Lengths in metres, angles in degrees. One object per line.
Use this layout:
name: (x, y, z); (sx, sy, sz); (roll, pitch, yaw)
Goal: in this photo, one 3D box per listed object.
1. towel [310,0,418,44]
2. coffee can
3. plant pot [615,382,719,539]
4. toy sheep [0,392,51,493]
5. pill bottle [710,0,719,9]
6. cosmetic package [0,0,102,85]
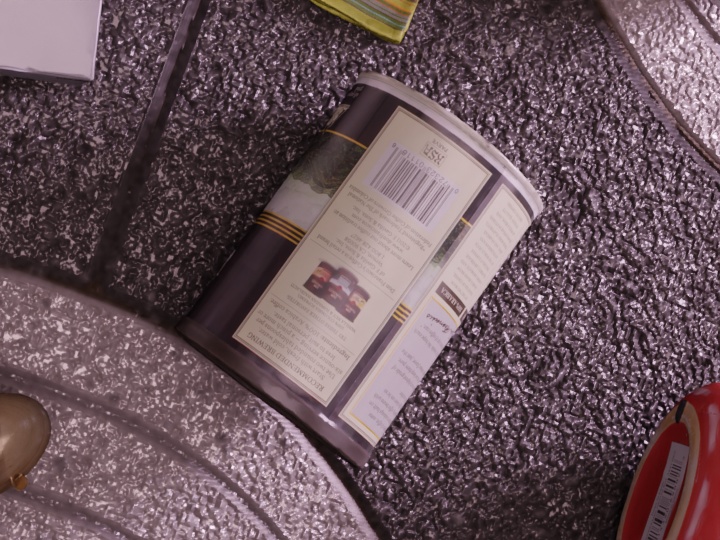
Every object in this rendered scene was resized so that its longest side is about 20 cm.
towel: (0.029, -0.257, 1.247); (0.085, 0.018, 0.202); (25, 86, -15)
coffee can: (0.000, 0.000, 1.186); (0.146, 0.146, 0.201); (38, 83, -13)
plant pot: (0.271, 0.179, 1.242); (0.181, 0.200, 0.202); (20, 88, -4)
toy sheep: (-0.282, 0.104, 1.129); (0.198, 0.138, 0.140); (-3, 93, -18)
pill bottle: (0.311, -0.263, 1.269); (0.199, 0.111, 0.112); (-37, 100, -10)
cosmetic package: (-0.204, -0.218, 1.158); (0.106, 0.090, 0.202); (9, 93, -14)
